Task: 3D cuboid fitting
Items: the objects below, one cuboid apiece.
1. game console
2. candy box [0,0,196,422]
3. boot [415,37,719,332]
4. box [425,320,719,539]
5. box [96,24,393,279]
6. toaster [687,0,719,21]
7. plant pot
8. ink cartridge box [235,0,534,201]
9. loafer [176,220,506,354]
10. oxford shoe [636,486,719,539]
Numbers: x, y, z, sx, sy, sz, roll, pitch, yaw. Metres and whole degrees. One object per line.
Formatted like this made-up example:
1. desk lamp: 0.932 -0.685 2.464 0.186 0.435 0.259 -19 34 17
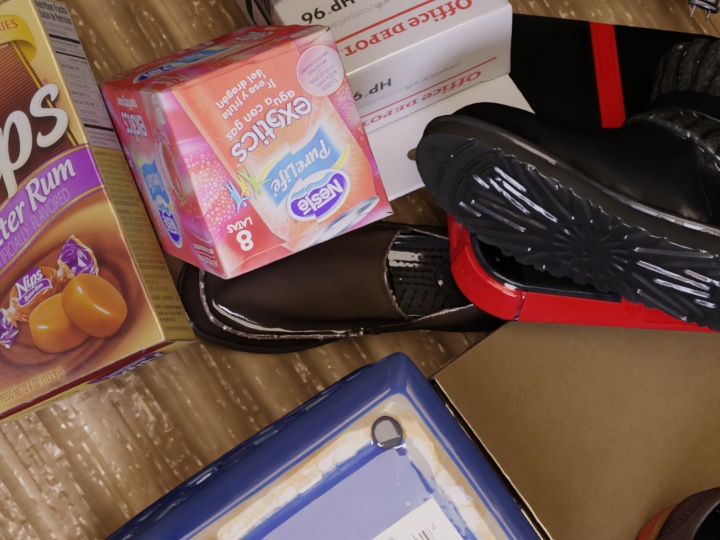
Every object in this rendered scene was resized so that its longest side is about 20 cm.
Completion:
1. game console: 0.132 -0.055 1.459 0.176 0.031 0.201 6 55 -13
2. candy box: -0.180 -0.033 1.407 0.116 0.056 0.201 -24 82 14
3. boot: 0.143 -0.069 1.404 0.210 0.079 0.158 25 55 -5
4. box: 0.149 0.076 1.443 0.200 0.021 0.164 -34 87 -33
5. box: -0.064 -0.064 1.370 0.094 0.200 0.103 -22 101 -12
6. toaster: 0.148 -0.243 1.489 0.129 0.114 0.201 9 80 -3
7. plant pot: -0.005 0.166 1.356 0.200 0.180 0.200 -35 86 -13
8. ink cartridge box: 0.006 -0.145 1.435 0.116 0.068 0.200 -25 62 -12
9. loafer: 0.000 0.000 1.441 0.199 0.071 0.073 -6 80 -10
10. oxford shoe: 0.158 0.187 1.330 0.071 0.073 0.200 29 50 -12
